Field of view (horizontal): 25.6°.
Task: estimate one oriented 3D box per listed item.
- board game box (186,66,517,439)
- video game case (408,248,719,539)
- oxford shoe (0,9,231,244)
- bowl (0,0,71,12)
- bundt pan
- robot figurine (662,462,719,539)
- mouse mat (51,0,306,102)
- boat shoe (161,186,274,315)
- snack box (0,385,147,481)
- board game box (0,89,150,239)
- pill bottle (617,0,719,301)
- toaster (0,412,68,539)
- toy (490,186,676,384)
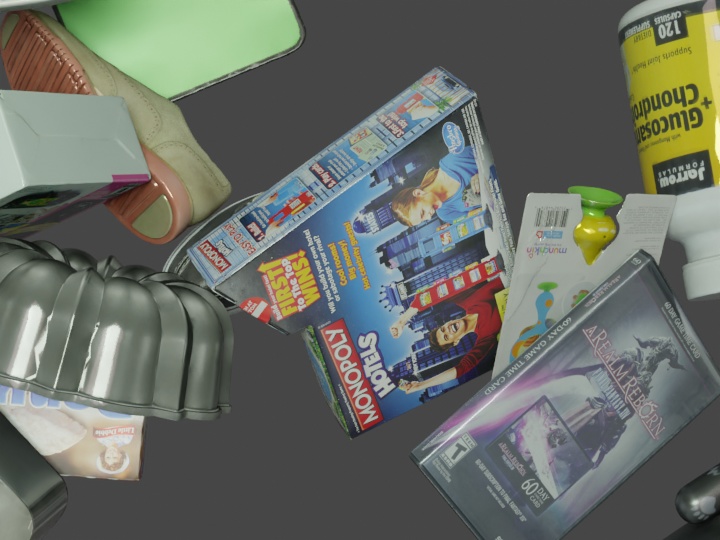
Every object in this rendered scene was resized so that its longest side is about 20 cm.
[{"bbox_3d":[0.000,0.000,1.033,0.200,0.062,0.200,-24,121,-11],"label":"board game box"},{"bbox_3d":[0.141,0.098,1.043,0.200,0.019,0.143,-41,127,-4],"label":"video game case"},{"bbox_3d":[-0.169,-0.104,1.080,0.200,0.071,0.074,51,43,10],"label":"oxford shoe"},{"bbox_3d":[-0.252,-0.254,1.001,0.200,0.075,0.200,-3,85,2],"label":"bowl"},{"bbox_3d":[-0.171,0.030,0.987,0.201,0.202,0.076,14,93,0],"label":"bundt pan"},{"bbox_3d":[0.269,0.200,1.031,0.200,0.150,0.125,-33,57,-5],"label":"robot figurine"},{"bbox_3d":[-0.145,-0.219,1.119,0.161,0.008,0.200,-22,86,-4],"label":"mouse mat"},{"bbox_3d":[-0.046,-0.029,1.071,0.200,0.066,0.070,-25,85,-5],"label":"boat shoe"},{"bbox_3d":[-0.244,0.099,1.070,0.200,0.024,0.072,5,85,-1],"label":"snack box"},{"bbox_3d":[-0.255,-0.046,0.991,0.200,0.148,0.064,-21,85,22],"label":"board game box"},{"bbox_3d":[0.243,-0.085,1.065,0.112,0.112,0.200,-8,83,-3],"label":"pill bottle"},{"bbox_3d":[-0.301,0.155,0.998,0.181,0.119,0.200,-43,92,2],"label":"toaster"},{"bbox_3d":[0.131,0.037,1.046,0.115,0.047,0.200,-1,116,-27],"label":"toy"}]
